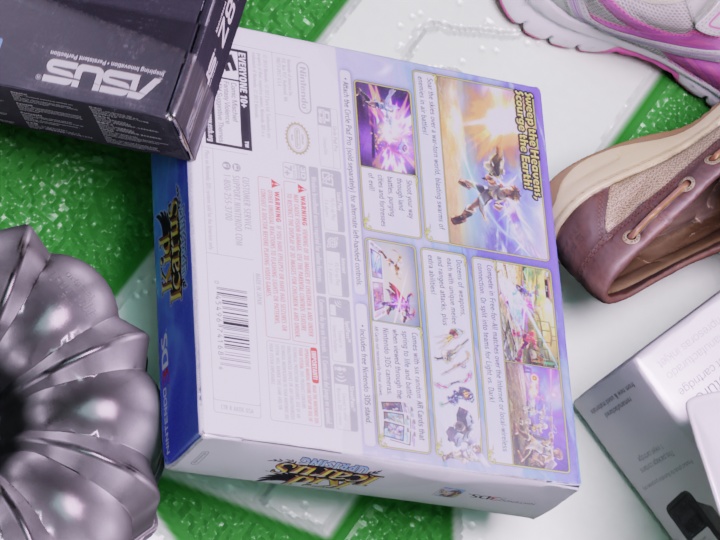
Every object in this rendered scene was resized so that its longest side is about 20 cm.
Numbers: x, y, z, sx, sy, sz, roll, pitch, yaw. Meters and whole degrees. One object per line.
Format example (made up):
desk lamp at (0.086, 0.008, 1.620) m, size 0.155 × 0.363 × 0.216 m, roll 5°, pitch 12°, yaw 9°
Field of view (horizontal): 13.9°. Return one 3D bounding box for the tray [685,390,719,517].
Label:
tray at (0.208, 0.141, 1.247) m, size 0.107 × 0.022 × 0.201 m, roll -10°, pitch 72°, yaw -24°

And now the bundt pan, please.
bundt pan at (-0.171, 0.065, 1.225) m, size 0.201 × 0.076 × 0.203 m, roll 5°, pitch 73°, yaw -15°

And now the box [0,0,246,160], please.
box at (-0.144, -0.143, 1.269) m, size 0.199 × 0.049 × 0.162 m, roll 12°, pitch 70°, yaw 14°

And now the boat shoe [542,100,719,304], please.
boat shoe at (0.180, -0.039, 1.353) m, size 0.199 × 0.072 × 0.072 m, roll -21°, pitch 47°, yaw -18°

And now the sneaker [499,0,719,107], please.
sneaker at (0.168, -0.129, 1.381) m, size 0.199 × 0.088 × 0.082 m, roll 13°, pitch 70°, yaw -13°

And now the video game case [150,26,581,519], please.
video game case at (0.000, 0.000, 1.281) m, size 0.181 × 0.045 × 0.201 m, roll 9°, pitch 61°, yaw -25°

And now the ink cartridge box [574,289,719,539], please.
ink cartridge box at (0.218, 0.092, 1.331) m, size 0.145 × 0.083 × 0.200 m, roll -35°, pitch 86°, yaw -23°
